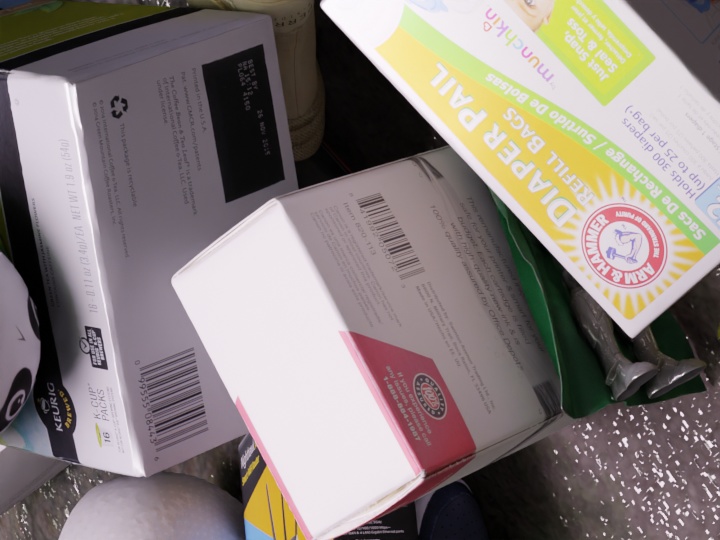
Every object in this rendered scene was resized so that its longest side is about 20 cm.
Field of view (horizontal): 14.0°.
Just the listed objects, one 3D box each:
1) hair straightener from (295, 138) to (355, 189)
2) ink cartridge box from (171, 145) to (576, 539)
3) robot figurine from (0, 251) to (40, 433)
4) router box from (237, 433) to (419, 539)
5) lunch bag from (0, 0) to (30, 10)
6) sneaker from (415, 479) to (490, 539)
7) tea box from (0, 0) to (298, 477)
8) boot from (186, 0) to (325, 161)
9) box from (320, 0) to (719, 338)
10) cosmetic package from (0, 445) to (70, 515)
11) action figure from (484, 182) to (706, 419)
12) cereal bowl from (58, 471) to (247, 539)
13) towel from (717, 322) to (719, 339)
[{"bbox_3d":[0.000,0.000,1.531,0.041,0.077,0.200,-45,70,23],"label":"hair straightener"},{"bbox_3d":[0.026,0.029,1.403,0.083,0.200,0.147,-34,80,36],"label":"ink cartridge box"},{"bbox_3d":[-0.234,0.049,1.415,0.200,0.125,0.151,-31,89,51],"label":"robot figurine"},{"bbox_3d":[-0.018,0.136,1.561,0.200,0.051,0.150,124,142,-66],"label":"router box"},{"bbox_3d":[-0.258,-0.090,1.745,0.151,0.094,0.200,53,127,23],"label":"lunch bag"},{"bbox_3d":[0.081,0.207,1.549,0.108,0.070,0.201,8,112,44],"label":"sneaker"},{"bbox_3d":[-0.138,-0.022,1.471,0.196,0.133,0.201,8,113,47],"label":"tea box"},{"bbox_3d":[-0.075,-0.167,1.527,0.200,0.072,0.156,54,163,33],"label":"boot"},{"bbox_3d":[0.100,-0.090,1.257,0.200,0.101,0.112,46,123,0],"label":"box"},{"bbox_3d":[-0.238,0.096,1.783,0.085,0.107,0.200,52,166,10],"label":"cosmetic package"},{"bbox_3d":[0.096,-0.031,1.398,0.055,0.118,0.201,-37,69,31],"label":"action figure"},{"bbox_3d":[-0.088,0.209,1.669,0.083,0.200,0.201,-16,96,28],"label":"cereal bowl"},{"bbox_3d":[0.206,-0.038,1.316,0.086,0.018,0.201,35,133,40],"label":"towel"}]
